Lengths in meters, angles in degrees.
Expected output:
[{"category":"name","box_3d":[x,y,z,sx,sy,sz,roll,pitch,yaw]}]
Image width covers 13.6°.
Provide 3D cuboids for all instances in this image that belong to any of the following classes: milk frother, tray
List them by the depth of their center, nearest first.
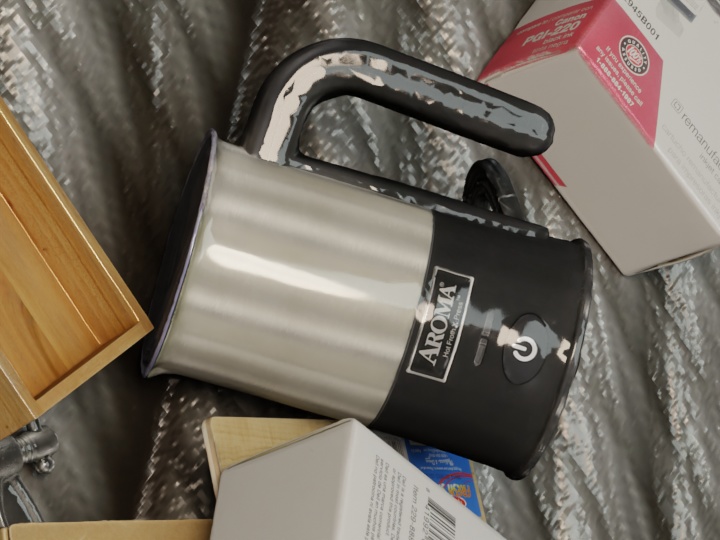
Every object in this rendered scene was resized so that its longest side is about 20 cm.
[{"category":"tray","box_3d":[-0.182,-0.032,1.322,0.201,0.037,0.099,56,37,-4]},{"category":"milk frother","box_3d":[0.000,0.000,1.442,0.187,0.200,0.181,17,70,-9]}]

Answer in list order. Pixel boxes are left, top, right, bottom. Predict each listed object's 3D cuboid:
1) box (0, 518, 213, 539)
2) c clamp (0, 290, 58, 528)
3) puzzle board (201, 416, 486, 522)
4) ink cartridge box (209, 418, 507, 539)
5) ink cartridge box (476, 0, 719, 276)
[{"category":"box","box_3d":[-0.078,0.209,1.333,0.163,0.021,0.201,3,69,-38]},{"category":"c clamp","box_3d":[-0.198,0.123,1.303,0.200,0.027,0.172,-28,99,-43]},{"category":"puzzle board","box_3d":[0.003,0.145,1.416,0.200,0.017,0.152,6,67,-53]},{"category":"ink cartridge box","box_3d":[0.022,0.183,1.330,0.200,0.084,0.147,40,42,-34]},{"category":"ink cartridge box","box_3d":[0.174,-0.120,1.643,0.146,0.085,0.200,50,50,-19]}]
